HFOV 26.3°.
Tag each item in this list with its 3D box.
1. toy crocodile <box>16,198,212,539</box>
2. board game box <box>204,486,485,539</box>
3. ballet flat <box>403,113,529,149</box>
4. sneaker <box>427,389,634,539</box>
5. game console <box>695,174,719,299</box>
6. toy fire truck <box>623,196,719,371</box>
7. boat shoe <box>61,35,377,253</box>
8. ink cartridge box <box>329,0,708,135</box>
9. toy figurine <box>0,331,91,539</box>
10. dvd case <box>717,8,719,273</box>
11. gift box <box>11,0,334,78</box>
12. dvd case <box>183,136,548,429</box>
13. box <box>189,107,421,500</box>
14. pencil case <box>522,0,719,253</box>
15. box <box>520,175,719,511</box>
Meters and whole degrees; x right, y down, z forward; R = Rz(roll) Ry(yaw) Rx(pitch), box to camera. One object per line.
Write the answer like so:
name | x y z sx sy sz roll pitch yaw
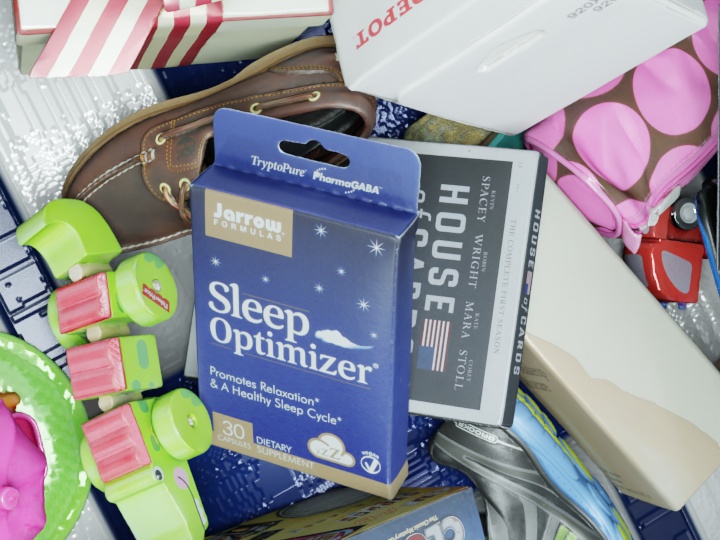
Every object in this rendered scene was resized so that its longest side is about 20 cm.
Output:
toy crocodile | -0.132 0.058 0.833 0.067 0.062 0.202 -19 83 26
board game box | -0.050 0.161 0.820 0.199 0.135 0.035 -16 92 -35
ballet flat | 0.106 -0.122 0.937 0.200 0.071 0.071 -41 98 -13
sneaker | 0.113 0.158 0.935 0.082 0.071 0.200 -36 100 11
game console | 0.273 0.031 0.891 0.169 0.118 0.202 -17 94 -10
toy fire truck | 0.258 0.033 0.973 0.198 0.049 0.143 6 88 -13
boat shoe | -0.081 -0.060 0.848 0.199 0.071 0.070 -29 129 15
ink cartridge box | 0.069 -0.200 0.830 0.144 0.147 0.202 10 61 -44
toy figurine | -0.232 0.112 0.788 0.198 0.184 0.152 -14 92 -12
dvd case | 0.276 -0.059 0.858 0.198 0.025 0.152 9 78 -31
gift box | -0.124 -0.190 0.818 0.198 0.187 0.187 -11 91 -14
dvd case | 0.000 0.000 0.869 0.198 0.025 0.152 7 86 25
box | -0.031 0.020 0.813 0.120 0.032 0.202 14 123 20
pencil case | 0.192 -0.106 0.909 0.200 0.091 0.094 -45 61 -8
box | 0.134 0.041 0.922 0.078 0.095 0.200 -44 97 -9
